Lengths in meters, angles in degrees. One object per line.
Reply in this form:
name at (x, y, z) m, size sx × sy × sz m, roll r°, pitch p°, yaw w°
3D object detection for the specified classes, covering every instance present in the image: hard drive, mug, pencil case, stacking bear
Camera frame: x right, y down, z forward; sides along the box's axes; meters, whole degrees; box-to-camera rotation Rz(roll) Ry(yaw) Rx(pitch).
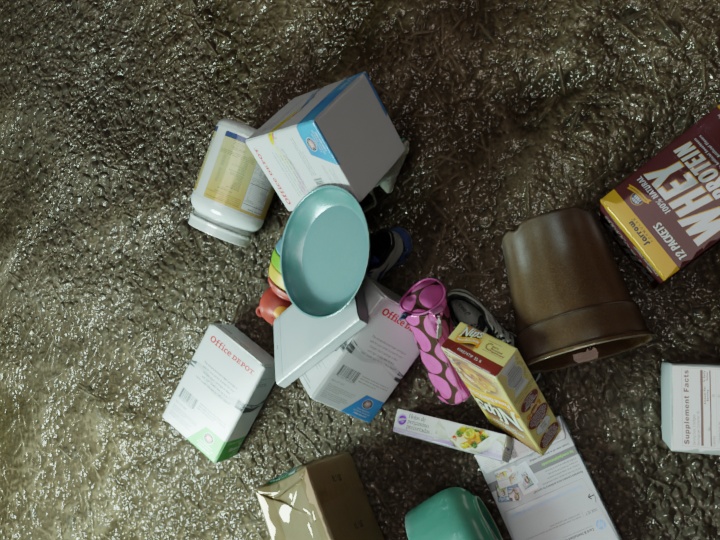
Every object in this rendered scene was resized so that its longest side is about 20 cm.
hard drive at (-0.070, 0.083, 1.039) m, size 0.199 × 0.026 × 0.134 m, roll -39°, pitch 40°, yaw 28°
mug at (0.159, 0.422, 0.988) m, size 0.113 × 0.185 × 0.154 m, roll -33°, pitch 51°, yaw 8°
pencil case at (0.126, 0.117, 0.996) m, size 0.090 × 0.203 × 0.093 m, roll -37°, pitch 32°, yaw -17°
stacking bear at (-0.118, 0.008, 1.147) m, size 0.204 × 0.119 × 0.114 m, roll -62°, pitch 28°, yaw 15°

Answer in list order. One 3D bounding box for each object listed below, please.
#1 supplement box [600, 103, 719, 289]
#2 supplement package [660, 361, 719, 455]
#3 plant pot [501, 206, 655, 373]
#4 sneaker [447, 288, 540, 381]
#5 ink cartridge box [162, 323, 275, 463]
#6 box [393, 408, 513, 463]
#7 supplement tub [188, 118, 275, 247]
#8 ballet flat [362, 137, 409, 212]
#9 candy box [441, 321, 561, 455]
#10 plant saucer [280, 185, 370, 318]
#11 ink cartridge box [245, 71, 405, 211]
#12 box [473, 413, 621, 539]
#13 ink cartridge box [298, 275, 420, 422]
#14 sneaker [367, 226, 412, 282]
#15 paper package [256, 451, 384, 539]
supplement box at (0.454, -0.093, 0.887) m, size 0.199 × 0.196 × 0.134 m, roll -39°, pitch 73°, yaw 13°
supplement package at (0.524, 0.189, 0.875) m, size 0.194 × 0.116 × 0.122 m, roll 0°, pitch 85°, yaw 21°
plant pot at (0.302, 0.029, 0.947) m, size 0.195 × 0.200 × 0.204 m, roll -19°, pitch 71°, yaw 18°
sneaker at (0.202, 0.111, 1.023) m, size 0.199 × 0.087 × 0.076 m, roll 43°, pitch 98°, yaw 18°
ink cartridge box at (-0.254, 0.223, 1.188) m, size 0.144 × 0.084 × 0.204 m, roll 32°, pitch 96°, yaw 20°
box at (0.146, 0.265, 1.029) m, size 0.195 × 0.041 × 0.040 m, roll 6°, pitch 71°, yaw 34°
supplement tub at (-0.229, -0.160, 1.184) m, size 0.141 × 0.144 × 0.205 m, roll 23°, pitch 93°, yaw 21°
ballet flat at (0.019, -0.152, 1.140) m, size 0.198 × 0.071 × 0.073 m, roll -37°, pitch 73°, yaw 16°
candy box at (0.209, 0.174, 0.939) m, size 0.055 × 0.202 × 0.114 m, roll -44°, pitch 35°, yaw -15°
plant saucer at (-0.049, -0.028, 0.996) m, size 0.196 × 0.035 × 0.207 m, roll -7°, pitch 80°, yaw 42°
ink cartridge box at (-0.060, -0.207, 1.059) m, size 0.197 × 0.149 × 0.147 m, roll 0°, pitch 41°, yaw 48°
box at (0.288, 0.350, 0.991) m, size 0.153 × 0.041 × 0.204 m, roll -29°, pitch 74°, yaw 17°
ink cartridge box at (0.010, 0.131, 1.055) m, size 0.202 × 0.145 × 0.086 m, roll -55°, pitch 38°, yaw 6°
sneaker at (0.001, -0.001, 1.096) m, size 0.080 × 0.115 × 0.201 m, roll 41°, pitch 99°, yaw 20°
paper package at (-0.057, 0.408, 1.034) m, size 0.102 × 0.199 × 0.195 m, roll -28°, pitch 75°, yaw 15°
